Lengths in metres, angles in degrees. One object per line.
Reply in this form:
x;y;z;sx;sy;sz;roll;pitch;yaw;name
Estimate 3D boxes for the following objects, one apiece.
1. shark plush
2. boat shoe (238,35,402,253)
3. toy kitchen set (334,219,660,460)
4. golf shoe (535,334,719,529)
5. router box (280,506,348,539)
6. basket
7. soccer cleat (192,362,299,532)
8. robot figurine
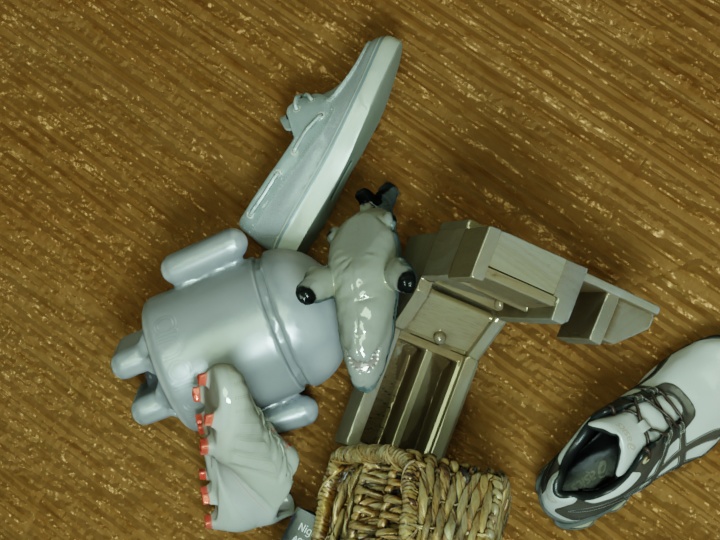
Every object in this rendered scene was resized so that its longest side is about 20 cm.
0.000;0.000;1.405;0.090;0.084;0.201;-15;36;5;shark plush
-0.035;-0.108;1.469;0.071;0.070;0.202;28;88;7;boat shoe
0.107;0.078;1.357;0.162;0.200;0.181;23;83;-13;toy kitchen set
0.219;0.122;1.375;0.200;0.095;0.078;-43;75;-2;golf shoe
0.005;0.297;1.397;0.199;0.052;0.158;26;84;12;router box
0.018;0.229;1.308;0.148;0.143;0.201;13;79;9;basket
-0.085;0.132;1.379;0.077;0.201;0.070;-7;53;-8;soccer cleat
-0.094;0.054;1.426;0.199;0.113;0.170;-22;106;5;robot figurine
